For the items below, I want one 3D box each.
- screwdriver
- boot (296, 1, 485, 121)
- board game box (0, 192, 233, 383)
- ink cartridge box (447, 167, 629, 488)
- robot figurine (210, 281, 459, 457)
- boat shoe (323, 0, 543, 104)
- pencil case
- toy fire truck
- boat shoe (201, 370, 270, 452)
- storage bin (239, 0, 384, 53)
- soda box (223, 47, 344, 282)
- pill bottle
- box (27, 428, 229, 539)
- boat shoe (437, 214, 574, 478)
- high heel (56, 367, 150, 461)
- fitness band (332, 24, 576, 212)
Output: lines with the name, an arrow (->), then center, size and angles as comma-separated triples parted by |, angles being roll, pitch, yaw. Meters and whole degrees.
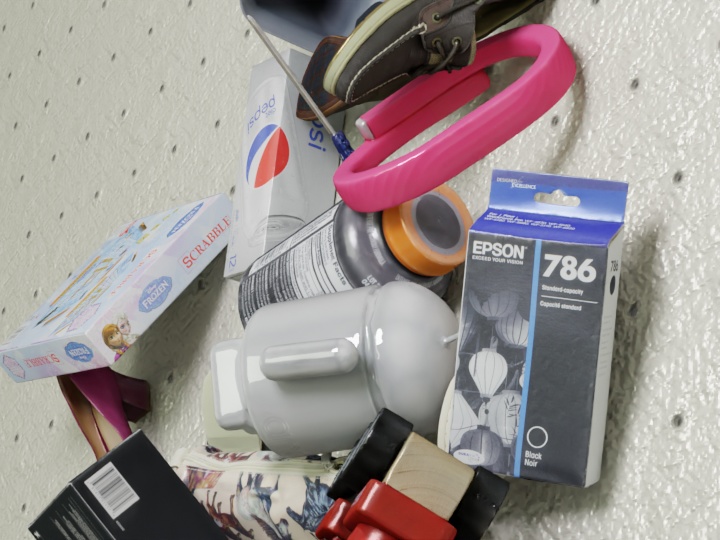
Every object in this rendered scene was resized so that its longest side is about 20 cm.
screwdriver -> -0.027, -0.122, 1.419 | 0.029, 0.200, 0.028 | -24, 19, 23
boot -> 0.019, -0.153, 1.449 | 0.200, 0.097, 0.075 | 158, 123, -64
board game box -> -0.227, 0.018, 1.674 | 0.200, 0.041, 0.199 | -49, 20, -30
ink cartridge box -> 0.115, 0.036, 1.169 | 0.099, 0.039, 0.201 | 6, 93, 24
robot figurine -> -0.007, 0.071, 1.283 | 0.199, 0.170, 0.113 | -11, 81, 21
boat shoe -> 0.062, -0.179, 1.315 | 0.066, 0.201, 0.072 | 46, 156, 13
pencil case -> -0.059, 0.172, 1.364 | 0.199, 0.090, 0.078 | -3, 28, 40
toy fire truck -> 0.011, 0.215, 1.156 | 0.200, 0.128, 0.176 | -58, -1, -17
boat shoe -> -0.099, 0.171, 1.483 | 0.071, 0.063, 0.201 | 0, 92, 13
storage bin -> -0.039, -0.308, 1.563 | 0.201, 0.145, 0.134 | -63, 23, 14
soda box -> -0.063, -0.084, 1.546 | 0.063, 0.068, 0.201 | -16, 62, 52
pill bottle -> 0.000, 0.000, 1.376 | 0.200, 0.106, 0.107 | -32, 50, 46
box -> -0.152, 0.237, 1.369 | 0.200, 0.079, 0.141 | 51, 146, 2
boat shoe -> 0.111, 0.057, 1.225 | 0.072, 0.059, 0.201 | 22, 99, 17
high heel -> -0.241, 0.175, 1.664 | 0.067, 0.096, 0.200 | -47, 40, 34
fitness band -> 0.066, -0.113, 1.308 | 0.200, 0.037, 0.144 | -35, 21, -5
